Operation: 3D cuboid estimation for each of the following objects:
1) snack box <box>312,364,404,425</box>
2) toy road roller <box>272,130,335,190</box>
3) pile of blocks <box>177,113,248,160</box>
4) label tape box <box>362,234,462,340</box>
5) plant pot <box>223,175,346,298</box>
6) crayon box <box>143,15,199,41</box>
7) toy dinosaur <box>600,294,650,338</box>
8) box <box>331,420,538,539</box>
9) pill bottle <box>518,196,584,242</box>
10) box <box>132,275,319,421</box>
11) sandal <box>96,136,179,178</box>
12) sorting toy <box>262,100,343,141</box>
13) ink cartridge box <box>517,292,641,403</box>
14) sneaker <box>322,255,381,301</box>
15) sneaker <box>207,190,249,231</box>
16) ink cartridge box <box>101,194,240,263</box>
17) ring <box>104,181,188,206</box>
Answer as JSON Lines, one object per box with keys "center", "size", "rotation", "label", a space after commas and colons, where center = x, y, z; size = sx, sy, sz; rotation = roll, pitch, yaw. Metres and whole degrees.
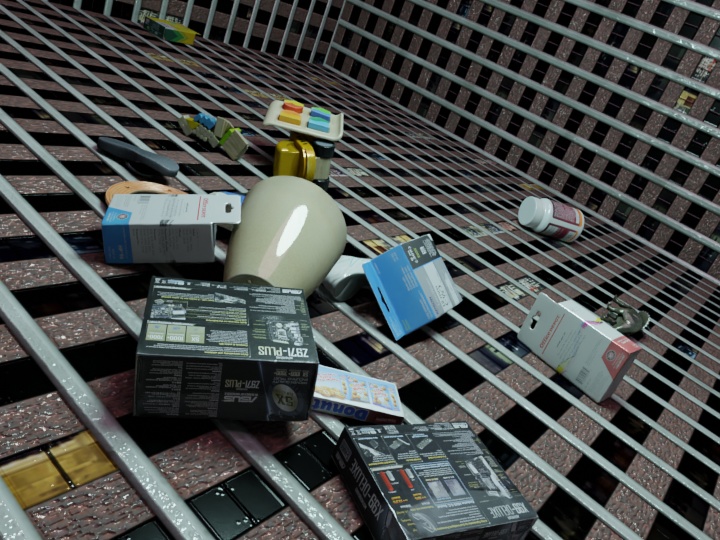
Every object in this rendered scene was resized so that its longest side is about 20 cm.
{"center": [-0.039, 0.160, 0.827], "size": [0.196, 0.025, 0.072], "rotation": [17, 24, -16], "label": "snack box"}
{"center": [-0.160, -0.289, 1.555], "size": [0.143, 0.125, 0.200], "rotation": [-4, 34, -28], "label": "toy road roller"}
{"center": [-0.353, -0.347, 1.536], "size": [0.197, 0.083, 0.062], "rotation": [27, 23, 10], "label": "pile of blocks"}
{"center": [0.096, 0.024, 1.107], "size": [0.199, 0.065, 0.145], "rotation": [-20, 84, -61], "label": "label tape box"}
{"center": [-0.131, -0.015, 0.948], "size": [0.184, 0.189, 0.201], "rotation": [22, 36, -2], "label": "plant pot"}
{"center": [-0.764, -0.973, 2.522], "size": [0.126, 0.051, 0.199], "rotation": [33, 26, 21], "label": "crayon box"}
{"center": [0.642, 0.118, 1.497], "size": [0.101, 0.078, 0.199], "rotation": [28, 19, 29], "label": "toy dinosaur"}
{"center": [0.085, 0.250, 0.720], "size": [0.197, 0.050, 0.158], "rotation": [7, 29, -34], "label": "box"}
{"center": [0.631, -0.173, 2.059], "size": [0.197, 0.116, 0.115], "rotation": [14, 24, -21], "label": "pill bottle"}
{"center": [-0.160, 0.091, 0.744], "size": [0.196, 0.088, 0.164], "rotation": [5, 28, -16], "label": "box"}
{"center": [-0.443, -0.219, 1.244], "size": [0.197, 0.044, 0.076], "rotation": [23, 14, 23], "label": "sandal"}
{"center": [-0.140, -0.387, 1.565], "size": [0.196, 0.037, 0.186], "rotation": [8, 31, -6], "label": "sorting toy"}
{"center": [0.410, 0.138, 1.180], "size": [0.067, 0.118, 0.199], "rotation": [-5, 37, -47], "label": "ink cartridge box"}
{"center": [0.000, 0.000, 1.149], "size": [0.080, 0.072, 0.198], "rotation": [35, 26, 33], "label": "sneaker"}
{"center": [-0.183, -0.080, 1.135], "size": [0.198, 0.078, 0.111], "rotation": [33, 21, 10], "label": "sneaker"}
{"center": [-0.283, -0.066, 0.955], "size": [0.196, 0.068, 0.116], "rotation": [-1, 28, -11], "label": "ink cartridge box"}
{"center": [-0.352, -0.106, 1.105], "size": [0.197, 0.019, 0.201], "rotation": [21, 23, -9], "label": "ring"}
